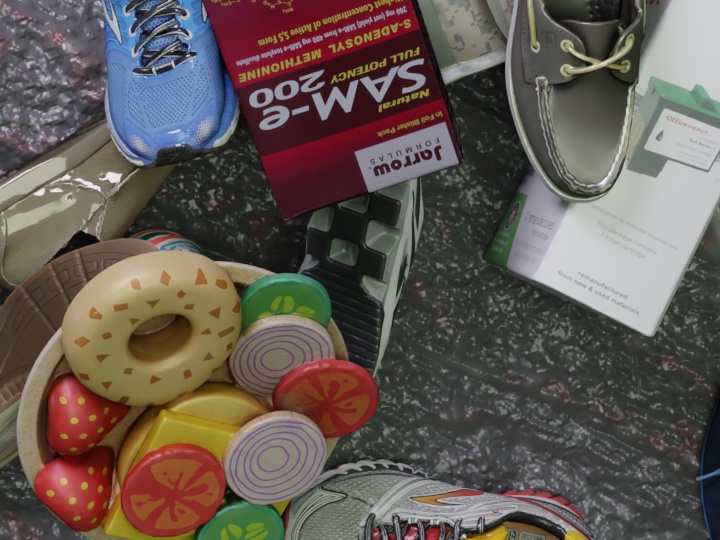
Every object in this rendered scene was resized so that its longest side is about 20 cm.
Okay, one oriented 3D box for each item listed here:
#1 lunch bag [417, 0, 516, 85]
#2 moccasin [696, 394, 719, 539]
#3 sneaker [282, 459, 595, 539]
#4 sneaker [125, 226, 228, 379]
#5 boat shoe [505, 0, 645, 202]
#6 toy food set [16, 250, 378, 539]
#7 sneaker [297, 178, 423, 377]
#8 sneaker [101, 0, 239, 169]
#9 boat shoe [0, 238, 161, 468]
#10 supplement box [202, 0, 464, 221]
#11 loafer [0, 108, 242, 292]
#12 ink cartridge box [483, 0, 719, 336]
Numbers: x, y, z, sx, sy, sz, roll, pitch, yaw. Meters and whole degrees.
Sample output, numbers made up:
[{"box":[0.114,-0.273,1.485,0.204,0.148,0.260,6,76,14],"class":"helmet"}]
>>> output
[{"box":[0.036,-0.193,1.422,0.199,0.118,0.164,-23,110,4],"class":"lunch bag"},{"box":[0.252,0.094,1.547,0.080,0.068,0.201,3,96,-11],"class":"moccasin"},{"box":[0.051,0.159,1.510,0.199,0.082,0.078,3,96,-10],"class":"sneaker"},{"box":[-0.099,0.075,1.463,0.070,0.093,0.201,-11,97,-19],"class":"sneaker"},{"box":[0.119,-0.136,1.361,0.072,0.060,0.202,-4,96,-10],"class":"boat shoe"},{"box":[-0.091,0.079,1.400,0.197,0.049,0.200,15,114,-28],"class":"toy food set"},{"box":[0.000,0.000,1.491,0.074,0.089,0.200,25,117,12],"class":"sneaker"},{"box":[-0.117,-0.143,1.392,0.078,0.089,0.200,-14,55,4],"class":"sneaker"},{"box":[-0.177,0.054,1.443,0.200,0.072,0.065,-38,146,16],"class":"boat shoe"},{"box":[-0.025,-0.139,1.348,0.109,0.061,0.200,-18,112,5],"class":"supplement box"},{"box":[-0.145,-0.054,1.458,0.200,0.076,0.068,-30,101,4],"class":"loafer"},{"box":[0.163,-0.073,1.474,0.084,0.146,0.200,26,90,-10],"class":"ink cartridge box"}]
